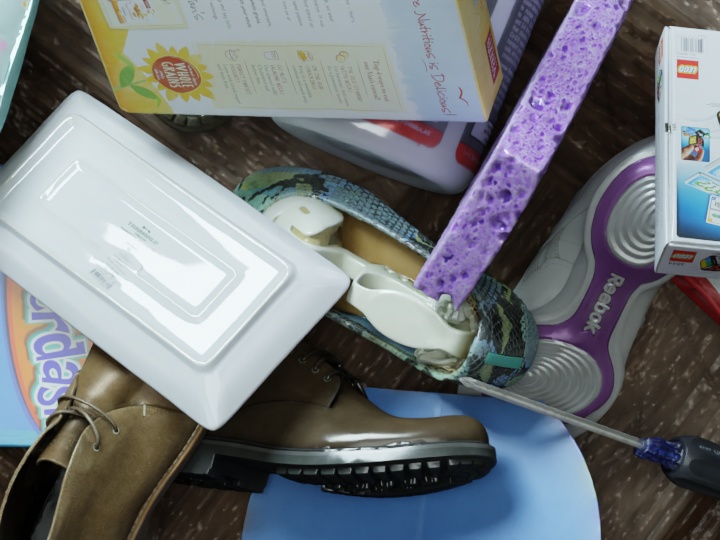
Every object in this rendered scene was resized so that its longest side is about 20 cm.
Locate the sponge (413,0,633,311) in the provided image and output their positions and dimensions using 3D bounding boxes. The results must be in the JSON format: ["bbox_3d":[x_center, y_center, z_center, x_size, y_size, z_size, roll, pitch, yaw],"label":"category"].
[{"bbox_3d":[0.091,-0.081,1.297,0.030,0.112,0.200,30,48,1],"label":"sponge"}]

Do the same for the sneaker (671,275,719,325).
[{"bbox_3d":[0.210,-0.050,1.358,0.115,0.078,0.200,-13,85,-1],"label":"sneaker"}]

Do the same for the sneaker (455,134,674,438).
[{"bbox_3d":[0.122,0.013,1.361,0.075,0.100,0.200,34,111,-4],"label":"sneaker"}]

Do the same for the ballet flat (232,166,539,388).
[{"bbox_3d":[0.000,0.000,1.330,0.200,0.074,0.074,25,87,26],"label":"ballet flat"}]

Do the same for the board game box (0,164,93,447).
[{"bbox_3d":[-0.214,0.019,1.380,0.199,0.045,0.152,1,86,1],"label":"board game box"}]

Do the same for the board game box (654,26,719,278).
[{"bbox_3d":[0.246,-0.051,1.279,0.200,0.035,0.127,6,63,-4],"label":"board game box"}]

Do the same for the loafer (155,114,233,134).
[{"bbox_3d":[-0.111,-0.172,1.383,0.076,0.067,0.200,-19,101,3],"label":"loafer"}]

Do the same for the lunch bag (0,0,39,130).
[{"bbox_3d":[-0.260,-0.142,1.331,0.200,0.122,0.171,11,76,15],"label":"lunch bag"}]

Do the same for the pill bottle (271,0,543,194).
[{"bbox_3d":[0.039,-0.151,1.350,0.116,0.116,0.200,22,87,3],"label":"pill bottle"}]

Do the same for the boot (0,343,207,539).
[{"bbox_3d":[-0.128,0.079,1.310,0.073,0.075,0.200,17,84,25],"label":"boot"}]

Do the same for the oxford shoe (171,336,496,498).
[{"bbox_3d":[-0.022,0.073,1.334,0.200,0.073,0.085,4,75,24],"label":"oxford shoe"}]

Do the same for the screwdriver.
[{"bbox_3d":[0.130,0.088,1.325,0.200,0.028,0.029,16,65,-32],"label":"screwdriver"}]

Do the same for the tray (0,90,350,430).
[{"bbox_3d":[-0.112,-0.013,1.314,0.200,0.022,0.107,35,74,25],"label":"tray"}]

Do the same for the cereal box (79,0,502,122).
[{"bbox_3d":[-0.040,-0.137,1.240,0.200,0.144,0.040,3,45,20],"label":"cereal box"}]

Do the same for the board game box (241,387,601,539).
[{"bbox_3d":[0.036,0.145,1.353,0.200,0.039,0.158,3,77,23],"label":"board game box"}]
